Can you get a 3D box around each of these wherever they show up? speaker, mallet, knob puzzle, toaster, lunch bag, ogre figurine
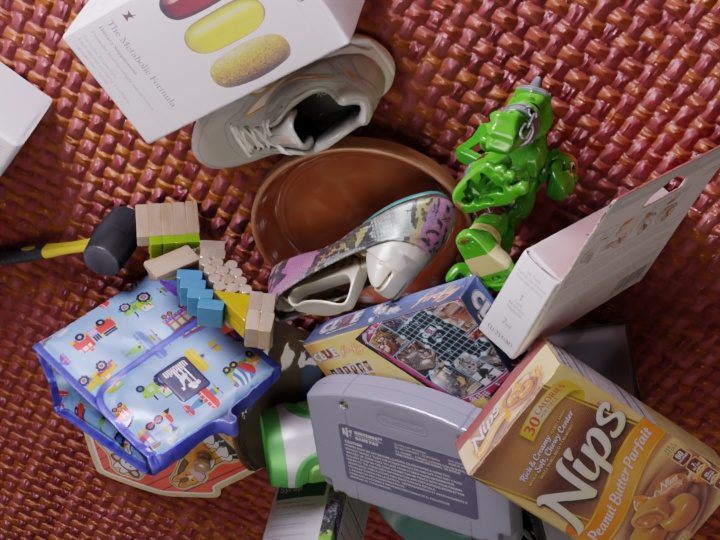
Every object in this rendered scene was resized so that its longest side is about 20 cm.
[{"bbox_3d":[0.005,0.159,1.198,0.199,0.089,0.089,-8,130,-8],"label":"speaker"},{"bbox_3d":[-0.301,-0.013,1.175,0.199,0.066,0.041,-12,127,22],"label":"mallet"},{"bbox_3d":[-0.226,0.196,1.353,0.218,0.031,0.220,6,130,8],"label":"knob puzzle"},{"bbox_3d":[0.204,0.157,1.128,0.118,0.181,0.201,-10,125,13],"label":"toaster"},{"bbox_3d":[-0.180,0.106,1.132,0.200,0.150,0.094,29,142,37],"label":"lunch bag"},{"bbox_3d":[0.117,-0.072,0.986,0.098,0.120,0.201,6,135,27],"label":"ogre figurine"}]

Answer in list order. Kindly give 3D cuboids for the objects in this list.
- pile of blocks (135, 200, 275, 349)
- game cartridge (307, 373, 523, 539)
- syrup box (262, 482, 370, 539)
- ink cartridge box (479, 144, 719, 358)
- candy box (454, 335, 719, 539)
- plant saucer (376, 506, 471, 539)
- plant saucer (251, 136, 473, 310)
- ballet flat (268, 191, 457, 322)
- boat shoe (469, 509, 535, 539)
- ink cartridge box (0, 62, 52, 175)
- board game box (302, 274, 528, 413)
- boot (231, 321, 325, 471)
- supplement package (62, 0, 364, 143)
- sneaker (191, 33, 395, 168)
[{"bbox_3d":[-0.145,0.018,1.098,0.082,0.200,0.062,-22,140,-28],"label":"pile of blocks"},{"bbox_3d":[0.048,0.160,1.071,0.199,0.041,0.134,13,132,29],"label":"game cartridge"},{"bbox_3d":[-0.045,0.263,1.254,0.078,0.200,0.082,-8,128,19],"label":"syrup box"},{"bbox_3d":[0.198,-0.031,0.969,0.044,0.200,0.174,44,133,22],"label":"ink cartridge box"},{"bbox_3d":[0.189,0.153,0.974,0.200,0.055,0.116,32,103,-20],"label":"candy box"},{"bbox_3d":[0.110,0.258,1.282,0.199,0.036,0.200,3,148,2],"label":"plant saucer"},{"bbox_3d":[0.003,-0.042,1.093,0.199,0.032,0.201,5,136,5],"label":"plant saucer"},{"bbox_3d":[0.000,0.000,1.062,0.199,0.071,0.069,-23,135,29],"label":"ballet flat"},{"bbox_3d":[0.140,0.263,1.188,0.072,0.071,0.200,-22,136,20],"label":"boat shoe"},{"bbox_3d":[-0.396,-0.115,1.101,0.144,0.085,0.200,37,126,-17],"label":"ink cartridge box"},{"bbox_3d":[0.057,0.087,1.060,0.199,0.035,0.136,-18,113,45],"label":"board game box"},{"bbox_3d":[-0.078,0.134,1.240,0.096,0.075,0.201,7,128,11],"label":"boot"},{"bbox_3d":[-0.108,-0.204,0.945,0.199,0.110,0.114,-22,121,27],"label":"supplement package"},{"bbox_3d":[-0.068,-0.126,1.012,0.199,0.092,0.076,-22,122,29],"label":"sneaker"}]
